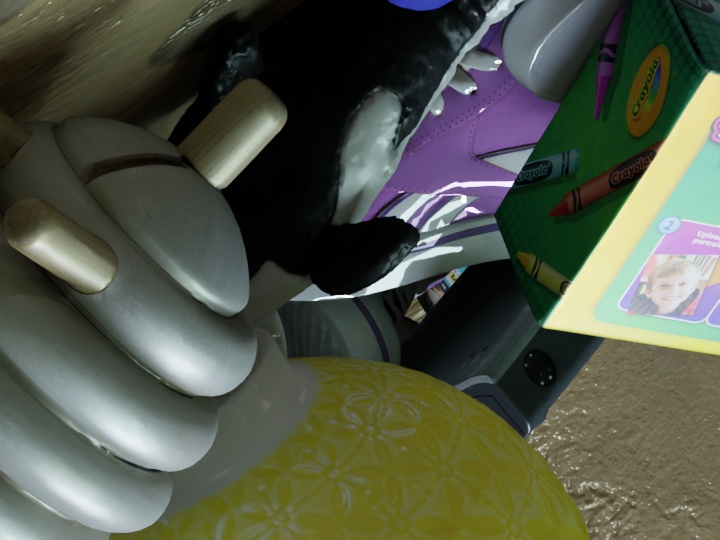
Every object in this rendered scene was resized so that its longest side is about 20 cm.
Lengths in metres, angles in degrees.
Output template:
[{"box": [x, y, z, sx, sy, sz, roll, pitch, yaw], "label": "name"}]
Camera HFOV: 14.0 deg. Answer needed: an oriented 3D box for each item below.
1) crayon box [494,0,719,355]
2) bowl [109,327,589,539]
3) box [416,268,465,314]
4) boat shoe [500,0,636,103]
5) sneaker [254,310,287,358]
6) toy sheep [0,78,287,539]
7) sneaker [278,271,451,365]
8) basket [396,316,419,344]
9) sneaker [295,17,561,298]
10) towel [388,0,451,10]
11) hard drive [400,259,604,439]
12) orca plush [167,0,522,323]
[{"box": [0.162, -0.027, 1.001, 0.199, 0.058, 0.119, 9, 131, -27], "label": "crayon box"}, {"box": [-0.039, 0.084, 0.927, 0.199, 0.108, 0.200, -25, -160, 10], "label": "bowl"}, {"box": [0.053, -0.024, 1.401, 0.049, 0.083, 0.200, -31, 172, -10], "label": "box"}, {"box": [0.120, -0.136, 0.993, 0.200, 0.070, 0.071, -38, 149, -3], "label": "boat shoe"}, {"box": [-0.070, 0.057, 1.066, 0.077, 0.201, 0.099, -9, -152, -12], "label": "sneaker"}, {"box": [-0.097, 0.019, 0.828, 0.200, 0.138, 0.138, -40, 172, 10], "label": "toy sheep"}, {"box": [0.000, -0.001, 1.183, 0.114, 0.073, 0.200, -22, -164, -14], "label": "sneaker"}, {"box": [-0.046, 0.072, 1.391, 0.179, 0.137, 0.200, -3, 173, 14], "label": "basket"}, {"box": [0.024, -0.060, 1.062, 0.199, 0.115, 0.073, -11, -149, 2], "label": "sneaker"}, {"box": [0.080, -0.159, 0.785, 0.148, 0.050, 0.200, -39, 175, -30], "label": "towel"}, {"box": [0.066, 0.014, 1.153, 0.139, 0.033, 0.200, -33, -168, 49], "label": "hard drive"}, {"box": [-0.014, -0.055, 0.939, 0.200, 0.106, 0.071, -33, 142, 16], "label": "orca plush"}]
